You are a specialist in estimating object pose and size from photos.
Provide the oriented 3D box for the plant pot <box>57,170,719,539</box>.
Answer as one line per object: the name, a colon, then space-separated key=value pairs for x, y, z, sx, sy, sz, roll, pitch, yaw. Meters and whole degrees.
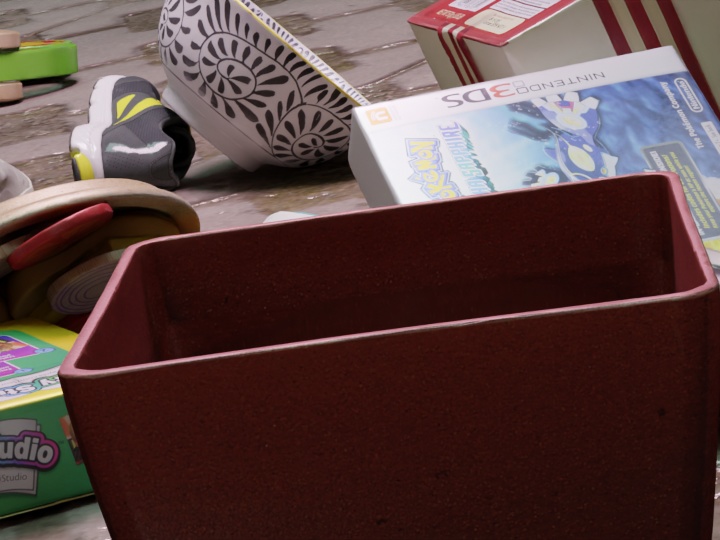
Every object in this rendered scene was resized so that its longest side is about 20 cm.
plant pot: x=0.024 y=0.082 z=0.986 sx=0.199 sy=0.177 sz=0.200 roll=-8 pitch=11 yaw=4

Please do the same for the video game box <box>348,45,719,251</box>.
video game box: x=0.109 y=-0.022 z=1.483 sx=0.182 sy=0.047 sz=0.200 roll=-14 pitch=47 yaw=-13

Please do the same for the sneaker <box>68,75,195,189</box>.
sneaker: x=-0.159 y=-0.091 z=2.184 sx=0.084 sy=0.075 sz=0.200 roll=-1 pitch=22 yaw=6

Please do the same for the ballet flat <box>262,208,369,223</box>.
ballet flat: x=0.000 y=0.000 z=1.673 sx=0.069 sy=0.070 sz=0.200 roll=-19 pitch=12 yaw=-39

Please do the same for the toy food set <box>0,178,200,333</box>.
toy food set: x=-0.174 y=0.013 z=1.587 sx=0.200 sy=0.049 sz=0.198 roll=-4 pitch=-27 yaw=-44

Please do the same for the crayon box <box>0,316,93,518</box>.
crayon box: x=-0.213 y=0.081 z=1.434 sx=0.200 sy=0.058 sz=0.172 roll=-13 pitch=14 yaw=-25

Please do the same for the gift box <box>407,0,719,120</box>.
gift box: x=0.140 y=-0.086 z=1.674 sx=0.200 sy=0.187 sz=0.185 roll=-30 pitch=17 yaw=-6

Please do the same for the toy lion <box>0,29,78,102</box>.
toy lion: x=-0.342 y=-0.198 z=2.816 sx=0.200 sy=0.069 sz=0.191 roll=3 pitch=9 yaw=41

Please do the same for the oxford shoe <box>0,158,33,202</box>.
oxford shoe: x=-0.279 y=-0.063 z=2.144 sx=0.075 sy=0.058 sz=0.200 roll=-10 pitch=10 yaw=4

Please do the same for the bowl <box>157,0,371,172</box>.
bowl: x=-0.082 y=-0.135 z=2.156 sx=0.094 sy=0.201 sz=0.201 roll=-49 pitch=12 yaw=5

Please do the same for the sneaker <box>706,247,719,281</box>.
sneaker: x=0.156 y=0.049 z=1.339 sx=0.200 sy=0.075 sz=0.106 roll=16 pitch=53 yaw=30
